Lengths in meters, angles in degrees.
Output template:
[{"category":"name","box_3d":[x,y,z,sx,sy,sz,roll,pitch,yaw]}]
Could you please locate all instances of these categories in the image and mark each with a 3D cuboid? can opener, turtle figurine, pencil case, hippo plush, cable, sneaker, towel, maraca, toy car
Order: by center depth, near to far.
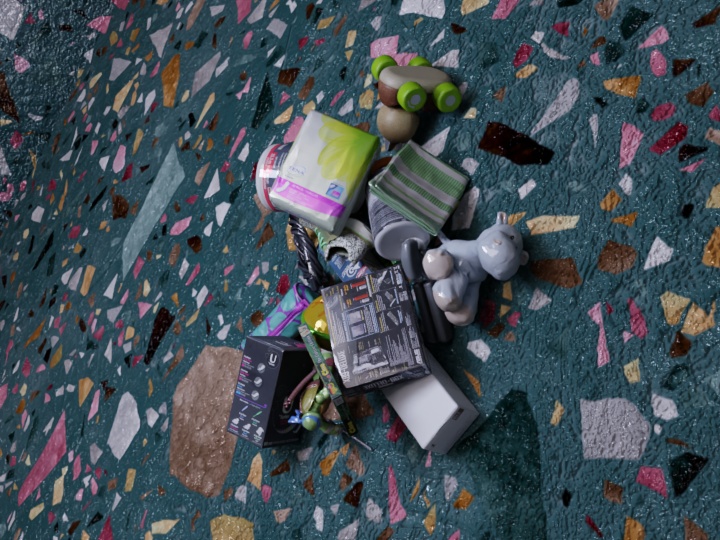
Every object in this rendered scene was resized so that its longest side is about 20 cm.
[{"category":"hippo plush","box_3d":[0.213,-0.003,1.480,0.159,0.161,0.200,-19,14,19]},{"category":"can opener","box_3d":[0.111,0.037,1.527,0.052,0.066,0.202,-7,106,47]},{"category":"towel","box_3d":[0.111,-0.158,1.569,0.023,0.152,0.200,-58,-4,40]},{"category":"turtle figurine","box_3d":[-0.037,0.238,1.629,0.198,0.145,0.195,-13,35,10]},{"category":"maraca","box_3d":[-0.040,0.091,1.644,0.136,0.200,0.108,19,113,9]},{"category":"sneaker","box_3d":[-0.059,-0.064,1.658,0.199,0.077,0.089,19,69,40]},{"category":"toy car","box_3d":[0.097,-0.316,1.753,0.165,0.156,0.202,-123,37,-47]},{"category":"cable","box_3d":[-0.123,-0.047,1.817,0.050,0.164,0.201,-22,39,-3]},{"category":"pencil case","box_3d":[-0.165,0.118,1.822,0.200,0.085,0.092,-47,1,20]}]

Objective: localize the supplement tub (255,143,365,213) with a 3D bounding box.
[{"category":"supplement tub","box_3d":[-0.100,-0.185,1.738,0.198,0.140,0.142,5,75,25]}]

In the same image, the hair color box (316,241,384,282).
[{"category":"hair color box","box_3d":[0.000,0.000,1.698,0.061,0.100,0.200,-52,43,12]}]

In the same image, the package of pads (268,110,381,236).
[{"category":"package of pads","box_3d":[-0.069,-0.187,1.615,0.153,0.068,0.201,25,84,15]}]

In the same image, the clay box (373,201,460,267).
[{"category":"clay box","box_3d":[0.096,-0.092,1.681,0.201,0.047,0.115,-53,43,13]}]

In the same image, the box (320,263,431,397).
[{"category":"box","box_3d":[0.025,0.105,1.499,0.156,0.050,0.202,-19,62,10]}]

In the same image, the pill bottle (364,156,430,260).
[{"category":"pill bottle","box_3d":[0.065,-0.124,1.606,0.106,0.106,0.201,-37,41,28]}]

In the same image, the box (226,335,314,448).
[{"category":"box","box_3d":[-0.176,0.241,1.715,0.105,0.122,0.202,16,96,34]}]

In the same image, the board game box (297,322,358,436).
[{"category":"board game box","box_3d":[-0.058,0.189,1.496,0.023,0.105,0.200,-24,39,-7]}]

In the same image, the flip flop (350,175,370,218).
[{"category":"flip flop","box_3d":[-0.014,-0.151,1.812,0.057,0.081,0.201,31,90,34]}]

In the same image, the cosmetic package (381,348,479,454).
[{"category":"cosmetic package","box_3d":[0.110,0.217,1.506,0.102,0.074,0.200,-52,45,14]}]
